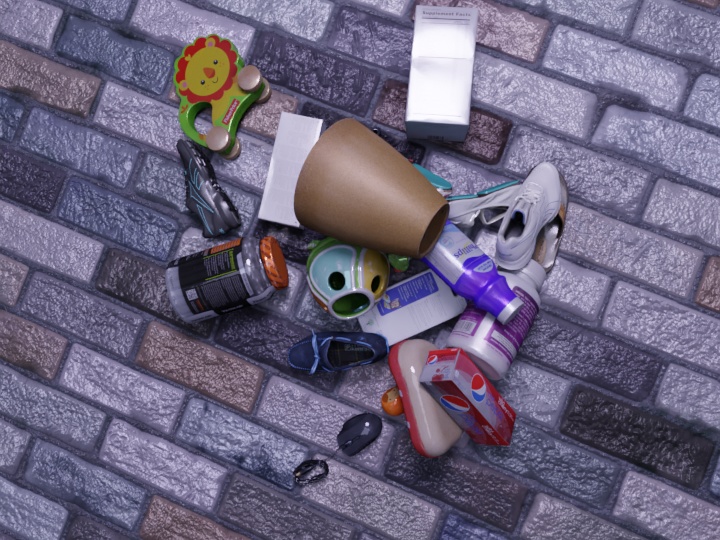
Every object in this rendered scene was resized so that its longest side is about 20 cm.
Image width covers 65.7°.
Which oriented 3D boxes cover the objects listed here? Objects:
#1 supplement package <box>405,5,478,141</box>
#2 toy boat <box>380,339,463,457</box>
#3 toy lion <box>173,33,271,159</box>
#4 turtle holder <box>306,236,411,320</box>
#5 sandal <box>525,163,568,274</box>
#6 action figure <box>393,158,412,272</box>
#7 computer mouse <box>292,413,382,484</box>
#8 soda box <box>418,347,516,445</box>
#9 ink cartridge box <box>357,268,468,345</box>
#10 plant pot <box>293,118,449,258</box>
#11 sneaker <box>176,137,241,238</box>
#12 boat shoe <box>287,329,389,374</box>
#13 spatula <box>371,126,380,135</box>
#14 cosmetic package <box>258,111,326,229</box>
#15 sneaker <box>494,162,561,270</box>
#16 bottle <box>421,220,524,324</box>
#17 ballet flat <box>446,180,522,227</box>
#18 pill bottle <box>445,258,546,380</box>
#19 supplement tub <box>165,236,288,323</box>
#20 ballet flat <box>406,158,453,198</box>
[{"bbox_3d":[0.144,-0.346,0.993,0.112,0.110,0.203,6,89,6],"label":"supplement package"},{"bbox_3d":[0.092,0.224,0.985,0.130,0.130,0.203,-16,87,35],"label":"toy boat"},{"bbox_3d":[-0.283,-0.342,1.067,0.190,0.069,0.202,29,91,13],"label":"toy lion"},{"bbox_3d":[-0.002,0.008,0.963,0.183,0.142,0.133,-7,45,-1],"label":"turtle holder"},{"bbox_3d":[0.326,-0.090,0.992,0.081,0.055,0.203,10,89,6],"label":"sandal"},{"bbox_3d":[0.100,-0.095,1.009,0.098,0.065,0.203,6,88,15],"label":"action figure"},{"bbox_3d":[-0.044,0.331,1.025,0.199,0.034,0.059,-39,85,4],"label":"computer mouse"},{"bbox_3d":[0.183,0.214,0.933,0.070,0.064,0.200,-13,130,41],"label":"soda box"},{"bbox_3d":[0.092,0.066,1.019,0.198,0.039,0.100,-24,86,6],"label":"ink cartridge box"},{"bbox_3d":[0.031,-0.107,0.863,0.199,0.186,0.188,30,91,19],"label":"plant pot"},{"bbox_3d":[-0.304,-0.155,1.051,0.079,0.075,0.201,-30,85,6],"label":"sneaker"},{"bbox_3d":[-0.050,0.140,0.997,0.198,0.069,0.085,-16,90,22],"label":"boat shoe"},{"bbox_3d":[-0.010,-0.179,1.047,0.056,0.021,0.202,26,90,8],"label":"spatula"},{"bbox_3d":[-0.126,-0.185,1.045,0.082,0.051,0.203,13,89,8],"label":"cosmetic package"},{"bbox_3d":[0.282,-0.099,0.925,0.074,0.087,0.202,18,71,26],"label":"sneaker"},{"bbox_3d":[0.173,0.001,0.897,0.083,0.066,0.200,-25,62,-37],"label":"bottle"},{"bbox_3d":[0.203,-0.109,0.979,0.198,0.069,0.070,-14,86,-19],"label":"ballet flat"},{"bbox_3d":[0.237,0.074,0.952,0.112,0.112,0.201,32,73,6],"label":"pill bottle"},{"bbox_3d":[-0.238,0.013,1.013,0.198,0.123,0.124,-16,86,5],"label":"supplement tub"},{"bbox_3d":[0.072,-0.159,0.963,0.199,0.075,0.064,36,124,29],"label":"ballet flat"}]
